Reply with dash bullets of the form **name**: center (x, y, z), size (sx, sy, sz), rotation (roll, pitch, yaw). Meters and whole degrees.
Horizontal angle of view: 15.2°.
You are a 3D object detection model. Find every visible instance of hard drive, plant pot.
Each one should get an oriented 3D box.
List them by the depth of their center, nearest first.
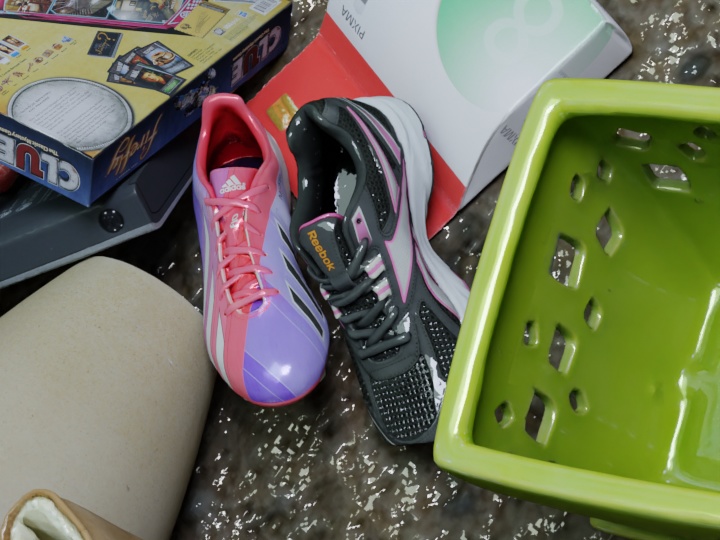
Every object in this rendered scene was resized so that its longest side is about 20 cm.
- **plant pot**: center (0.177, 0.039, 1.262), size (0.198, 0.181, 0.201), rotation (9, 75, 33)
- **plant pot**: center (-0.166, 0.097, 1.453), size (0.187, 0.187, 0.200), rotation (16, 63, 34)
- **hard drive**: center (-0.187, -0.032, 1.542), size (0.199, 0.033, 0.140), rotation (-20, 20, 22)

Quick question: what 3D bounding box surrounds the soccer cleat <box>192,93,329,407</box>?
- **soccer cleat**: center (-0.060, -0.011, 1.451), size (0.066, 0.077, 0.200), rotation (-15, 43, 4)

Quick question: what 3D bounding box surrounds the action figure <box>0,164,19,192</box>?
- **action figure**: center (-0.222, -0.118, 1.564), size (0.065, 0.099, 0.200), rotation (-49, 24, 42)

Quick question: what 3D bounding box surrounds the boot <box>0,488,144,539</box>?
- **boot**: center (-0.079, 0.203, 1.330), size (0.066, 0.200, 0.175), rotation (-46, 55, 6)

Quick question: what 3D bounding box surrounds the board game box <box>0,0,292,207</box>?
- **board game box**: center (-0.147, -0.120, 1.508), size (0.135, 0.035, 0.200), rotation (26, 41, 19)

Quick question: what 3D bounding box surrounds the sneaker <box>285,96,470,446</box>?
- **sneaker**: center (0.000, 0.000, 1.422), size (0.080, 0.086, 0.201), rotation (-28, 69, 30)

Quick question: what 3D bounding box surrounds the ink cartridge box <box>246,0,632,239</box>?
- **ink cartridge box**: center (0.029, -0.112, 1.492), size (0.200, 0.050, 0.161), rotation (-41, 56, 7)
